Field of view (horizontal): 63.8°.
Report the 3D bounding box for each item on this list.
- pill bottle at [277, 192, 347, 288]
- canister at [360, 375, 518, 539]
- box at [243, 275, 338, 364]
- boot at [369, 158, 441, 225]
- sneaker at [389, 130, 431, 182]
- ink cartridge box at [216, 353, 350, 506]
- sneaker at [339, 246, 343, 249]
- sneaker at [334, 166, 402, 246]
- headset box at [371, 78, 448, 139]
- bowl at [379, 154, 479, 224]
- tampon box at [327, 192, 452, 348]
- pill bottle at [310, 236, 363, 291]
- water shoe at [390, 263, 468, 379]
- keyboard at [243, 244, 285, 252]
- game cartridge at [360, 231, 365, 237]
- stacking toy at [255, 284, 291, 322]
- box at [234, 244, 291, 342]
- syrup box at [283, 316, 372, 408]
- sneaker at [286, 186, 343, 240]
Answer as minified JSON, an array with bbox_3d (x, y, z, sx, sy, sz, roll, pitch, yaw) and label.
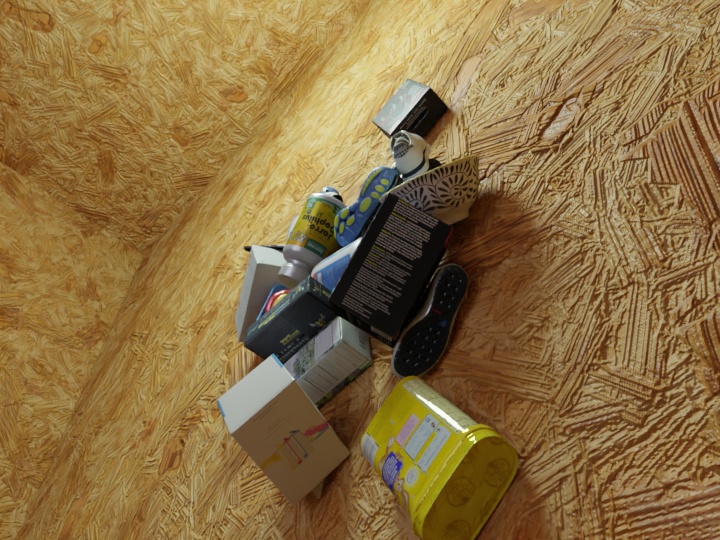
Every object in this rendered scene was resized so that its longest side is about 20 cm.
[{"bbox_3d":[-0.104,-0.058,1.273,0.112,0.112,0.203,-5,55,56],"label":"pill bottle"},{"bbox_3d":[0.090,0.237,0.749,0.150,0.086,0.200,-55,25,-3],"label":"canister"},{"bbox_3d":[-0.108,0.120,1.133,0.199,0.157,0.051,-38,29,26],"label":"box"},{"bbox_3d":[0.084,-0.166,1.263,0.204,0.073,0.154,-49,23,5],"label":"boot"},{"bbox_3d":[0.097,-0.256,1.193,0.076,0.081,0.201,-34,22,15],"label":"sneaker"},{"bbox_3d":[-0.121,0.268,0.955,0.125,0.202,0.128,-39,24,-12],"label":"ink cartridge box"},{"bbox_3d":[-0.096,-0.105,1.414,0.198,0.080,0.090,17,96,45],"label":"sneaker"},{"bbox_3d":[0.016,-0.120,1.159,0.200,0.082,0.071,-50,58,28],"label":"sneaker"},{"bbox_3d":[0.123,-0.390,1.454,0.149,0.075,0.201,-48,27,10],"label":"headset box"},{"bbox_3d":[0.140,-0.124,1.051,0.198,0.096,0.201,-22,0,0],"label":"bowl"},{"bbox_3d":[0.052,0.005,0.970,0.202,0.125,0.150,-60,-9,-10],"label":"tampon box"},{"bbox_3d":[0.000,0.000,1.149,0.199,0.112,0.114,-28,36,41],"label":"pill bottle"},{"bbox_3d":[0.114,0.086,0.934,0.202,0.071,0.079,-59,-1,-7],"label":"water shoe"},{"bbox_3d":[-0.190,-0.052,1.478,0.196,0.127,0.021,1,88,23],"label":"keyboard"},{"bbox_3d":[0.013,-0.149,1.299,0.135,0.041,0.200,-62,6,10],"label":"game cartridge"},{"bbox_3d":[-0.135,0.085,1.239,0.199,0.109,0.118,-24,38,61],"label":"stacking toy"},{"bbox_3d":[-0.232,0.060,1.393,0.125,0.096,0.203,-127,50,-63],"label":"box"},{"bbox_3d":[-0.075,0.184,1.085,0.200,0.081,0.079,-43,26,21],"label":"syrup box"},{"bbox_3d":[-0.112,-0.134,1.527,0.201,0.080,0.115,-54,24,-4],"label":"sneaker"}]
